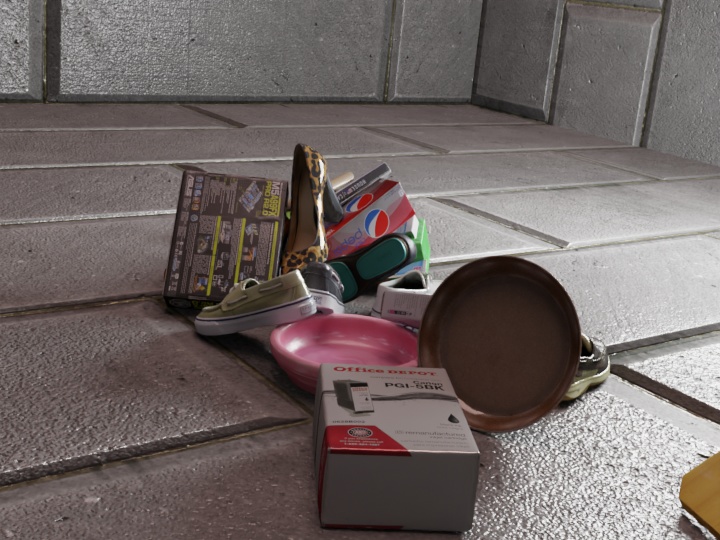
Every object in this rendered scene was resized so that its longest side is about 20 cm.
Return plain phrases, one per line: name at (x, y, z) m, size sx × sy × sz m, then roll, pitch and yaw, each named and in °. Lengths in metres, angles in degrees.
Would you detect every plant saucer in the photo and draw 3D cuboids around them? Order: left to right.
plant saucer at (-0.014, 0.109, 1.246) m, size 0.197 × 0.052 × 0.201 m, roll 5°, pitch 16°, yaw -1°
plant saucer at (0.160, 0.085, 1.160) m, size 0.198 × 0.203 × 0.032 m, roll 15°, pitch -4°, yaw 28°

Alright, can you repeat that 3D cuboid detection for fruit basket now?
fruit basket at (0.014, -0.030, 1.642) m, size 0.197 × 0.095 × 0.186 m, roll -2°, pitch 24°, yaw 8°

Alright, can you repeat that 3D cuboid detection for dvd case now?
dvd case at (-0.048, -0.091, 1.658) m, size 0.199 × 0.151 × 0.025 m, roll -34°, pitch 80°, yaw -29°

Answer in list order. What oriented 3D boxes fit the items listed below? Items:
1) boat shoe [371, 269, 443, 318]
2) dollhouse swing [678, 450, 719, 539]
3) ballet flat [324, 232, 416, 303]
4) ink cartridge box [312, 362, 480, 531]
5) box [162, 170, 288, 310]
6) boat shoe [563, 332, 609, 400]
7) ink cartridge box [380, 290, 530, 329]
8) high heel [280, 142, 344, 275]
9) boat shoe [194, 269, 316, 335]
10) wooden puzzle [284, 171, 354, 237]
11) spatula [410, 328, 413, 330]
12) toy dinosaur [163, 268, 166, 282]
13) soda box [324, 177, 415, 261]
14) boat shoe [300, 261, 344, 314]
boat shoe at (0.087, 0.033, 1.502) m, size 0.073 × 0.068 × 0.199 m, roll 14°, pitch 19°, yaw 27°
dollhouse swing at (0.450, 0.243, 0.986) m, size 0.182 × 0.176 × 0.200 m, roll 44°, pitch 0°, yaw -25°
ballet flat at (0.000, 0.000, 1.480) m, size 0.198 × 0.074 × 0.073 m, roll -26°, pitch 2°, yaw 26°
ink cartridge box at (0.028, 0.168, 1.001) m, size 0.144 × 0.084 × 0.200 m, roll 3°, pitch 17°, yaw -6°
box at (-0.192, -0.040, 1.456) m, size 0.157 × 0.203 × 0.044 m, roll 5°, pitch -23°, yaw -1°
boat shoe at (0.280, 0.112, 1.305) m, size 0.071 × 0.067 × 0.200 m, roll 13°, pitch 18°, yaw 28°
ink cartridge box at (0.155, 0.068, 1.299) m, size 0.198 × 0.044 × 0.196 m, roll 7°, pitch -8°, yaw 32°
high heel at (-0.093, -0.082, 1.464) m, size 0.070 × 0.144 × 0.201 m, roll -4°, pitch 40°, yaw 30°
boat shoe at (-0.139, 0.041, 1.304) m, size 0.198 × 0.063 × 0.072 m, roll -12°, pitch 3°, yaw 35°
wooden puzzle at (-0.113, -0.075, 1.635) m, size 0.184 × 0.037 × 0.200 m, roll -32°, pitch -6°, yaw -47°
spatula at (0.124, 0.060, 1.481) m, size 0.021 × 0.057 × 0.199 m, roll 47°, pitch 26°, yaw 21°
toy dinosaur at (-0.245, 0.006, 1.533) m, size 0.105 × 0.061 × 0.200 m, roll 24°, pitch 8°, yaw -38°
soda box at (-0.013, -0.060, 1.575) m, size 0.199 × 0.064 × 0.070 m, roll -39°, pitch 27°, yaw -16°
boat shoe at (-0.055, 0.024, 1.382) m, size 0.071 × 0.069 × 0.200 m, roll 10°, pitch -7°, yaw 5°
